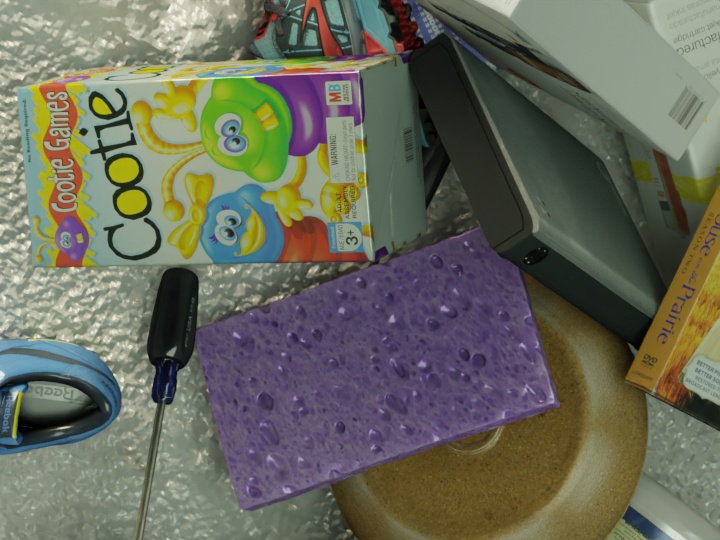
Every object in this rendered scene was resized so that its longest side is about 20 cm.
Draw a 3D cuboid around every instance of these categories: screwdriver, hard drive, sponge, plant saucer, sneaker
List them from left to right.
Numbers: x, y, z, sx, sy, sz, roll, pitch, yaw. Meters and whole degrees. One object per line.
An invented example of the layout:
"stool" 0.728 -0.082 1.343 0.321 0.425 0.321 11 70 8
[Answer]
"sneaker" -0.235 0.073 1.339 0.199 0.078 0.066 -1 100 -13
"screwdriver" -0.116 0.092 1.352 0.028 0.029 0.201 5 68 5
"sneaker" -0.026 -0.154 1.344 0.095 0.079 0.201 -18 96 12
"screwdriver" 0.000 0.000 1.408 0.029 0.028 0.201 33 98 5
"sponge" 0.009 0.056 1.365 0.199 0.030 0.112 -19 76 11
"plant saucer" 0.068 0.090 1.378 0.199 0.035 0.201 -5 75 17
"hard drive" 0.108 -0.039 1.334 0.033 0.140 0.200 -33 148 17

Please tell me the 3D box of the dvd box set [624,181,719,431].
"dvd box set" 0.251 0.003 1.367 0.146 0.029 0.201 28 89 -35

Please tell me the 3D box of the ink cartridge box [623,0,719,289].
"ink cartridge box" 0.238 -0.095 1.416 0.145 0.083 0.201 -24 108 -18

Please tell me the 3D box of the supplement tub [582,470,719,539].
"supplement tub" 0.132 0.219 1.418 0.145 0.145 0.200 37 88 -16

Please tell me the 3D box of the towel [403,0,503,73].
"towel" 0.065 -0.186 1.405 0.199 0.024 0.145 -28 103 -9

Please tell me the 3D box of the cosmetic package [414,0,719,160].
"cosmetic package" 0.089 -0.143 1.285 0.052 0.151 0.200 -56 141 2

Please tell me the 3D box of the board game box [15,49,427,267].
"board game box" -0.075 -0.061 1.299 0.199 0.103 0.106 -1 100 19
